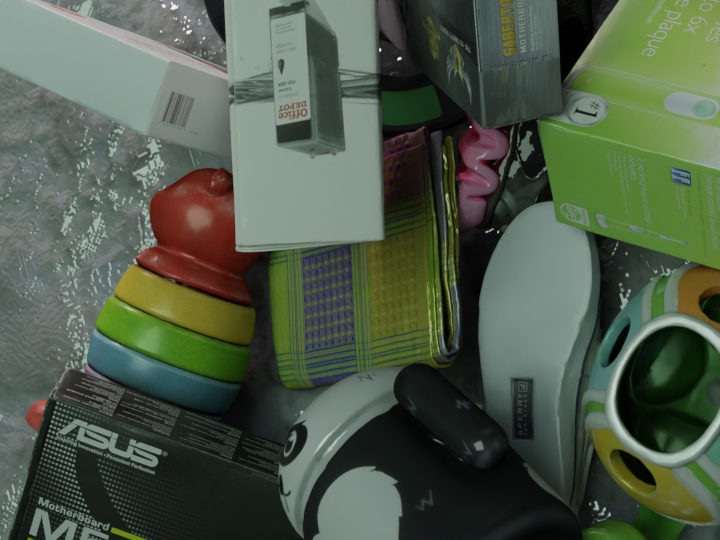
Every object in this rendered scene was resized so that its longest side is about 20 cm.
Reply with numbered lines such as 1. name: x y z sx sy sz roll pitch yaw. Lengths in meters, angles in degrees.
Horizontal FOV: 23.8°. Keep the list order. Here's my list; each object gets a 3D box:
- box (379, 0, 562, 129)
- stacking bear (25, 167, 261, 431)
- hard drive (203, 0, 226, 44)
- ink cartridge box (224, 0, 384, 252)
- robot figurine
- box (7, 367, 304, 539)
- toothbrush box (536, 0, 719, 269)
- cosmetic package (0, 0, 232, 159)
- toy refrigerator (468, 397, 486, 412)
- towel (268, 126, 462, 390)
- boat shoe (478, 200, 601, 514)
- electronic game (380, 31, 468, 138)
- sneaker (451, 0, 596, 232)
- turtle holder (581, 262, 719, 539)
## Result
1. box: 0.050 -0.187 0.949 0.200 0.048 0.159 -124 25 -61
2. stacking bear: -0.121 0.028 1.135 0.113 0.121 0.201 21 92 22
3. hard drive: -0.059 -0.259 1.131 0.135 0.042 0.201 -21 65 37
4. ink cartridge box: -0.031 -0.119 0.958 0.082 0.147 0.201 -2 98 -1
5. robot figurine: 0.039 0.141 0.939 0.150 0.125 0.200 -51 53 7
6. box: -0.122 0.181 1.081 0.199 0.048 0.194 21 117 -1
7. toothbrush box: 0.219 -0.078 0.928 0.199 0.086 0.146 20 57 29
8. cosmetic package: -0.129 -0.118 1.096 0.150 0.200 0.052 23 96 28
9. toy refrigerator: 0.042 0.177 1.055 0.076 0.070 0.201 4 89 22
10. towel: 0.000 0.000 1.072 0.200 0.023 0.144 -17 75 56
11. boat shoe: 0.115 0.060 1.021 0.071 0.070 0.201 0 87 27
12. electronic game: 0.031 -0.185 1.104 0.199 0.042 0.201 -2 85 29
13. sneaker: 0.119 -0.107 1.025 0.095 0.079 0.201 17 108 -4
14. turtle holder: 0.178 0.079 0.950 0.185 0.132 0.141 -38 70 21
